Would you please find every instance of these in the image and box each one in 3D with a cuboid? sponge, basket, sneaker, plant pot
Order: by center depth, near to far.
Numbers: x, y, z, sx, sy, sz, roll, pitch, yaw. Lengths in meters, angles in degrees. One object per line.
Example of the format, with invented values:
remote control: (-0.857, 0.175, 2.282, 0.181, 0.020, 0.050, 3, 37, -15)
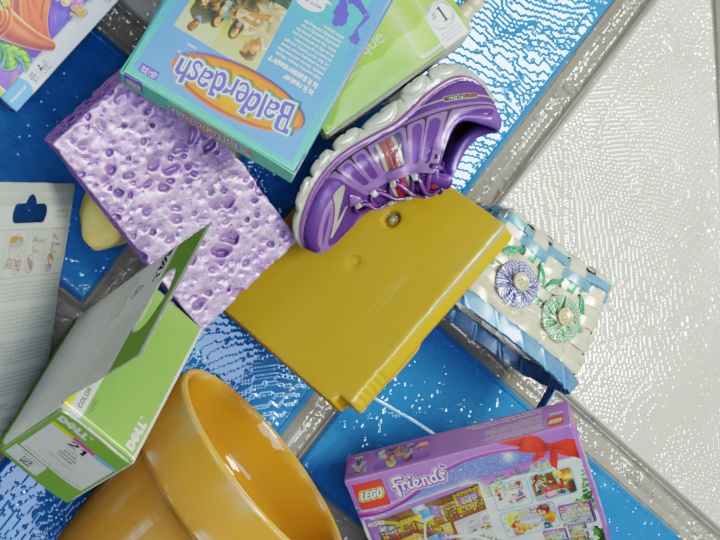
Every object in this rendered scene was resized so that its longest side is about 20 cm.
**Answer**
sponge: (-0.146, -0.064, 1.261, 0.111, 0.030, 0.201, -42, 117, -12)
sneaker: (0.029, -0.082, 1.285, 0.200, 0.081, 0.084, -41, 66, 2)
plant pot: (-0.143, 0.215, 1.289, 0.183, 0.200, 0.200, -40, 107, 8)
basket: (0.103, 0.054, 1.360, 0.175, 0.139, 0.201, 34, 89, -18)

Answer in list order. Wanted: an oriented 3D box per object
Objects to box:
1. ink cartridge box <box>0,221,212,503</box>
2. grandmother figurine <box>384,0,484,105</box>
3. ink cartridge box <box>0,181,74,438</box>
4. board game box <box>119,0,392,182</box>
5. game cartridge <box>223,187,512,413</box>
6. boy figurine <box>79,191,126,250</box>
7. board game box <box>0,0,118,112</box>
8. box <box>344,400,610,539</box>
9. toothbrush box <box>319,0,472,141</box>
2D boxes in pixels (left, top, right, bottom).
ink cartridge box: (-0.171, 0.072, 1.216, 0.076, 0.199, 0.149, 42, 44, -18)
grandmother figurine: (0.045, -0.236, 1.353, 0.120, 0.061, 0.202, 19, 94, 9)
ink cartridge box: (-0.283, 0.031, 1.226, 0.056, 0.162, 0.203, 6, 94, 12)
board game box: (-0.067, -0.192, 1.205, 0.151, 0.045, 0.201, 30, 82, -3)
game cartridge: (0.000, 0.000, 1.315, 0.200, 0.176, 0.032, -49, 145, -5)
boy figurine: (-0.154, -0.096, 1.301, 0.124, 0.064, 0.201, 37, 87, -32)
board game box: (-0.256, -0.245, 1.261, 0.134, 0.045, 0.200, 43, 84, -17)
box: (0.100, 0.198, 1.350, 0.198, 0.039, 0.138, -15, 116, 11)
toothbrush box: (-0.026, -0.228, 1.282, 0.145, 0.086, 0.201, -34, 90, -1)
